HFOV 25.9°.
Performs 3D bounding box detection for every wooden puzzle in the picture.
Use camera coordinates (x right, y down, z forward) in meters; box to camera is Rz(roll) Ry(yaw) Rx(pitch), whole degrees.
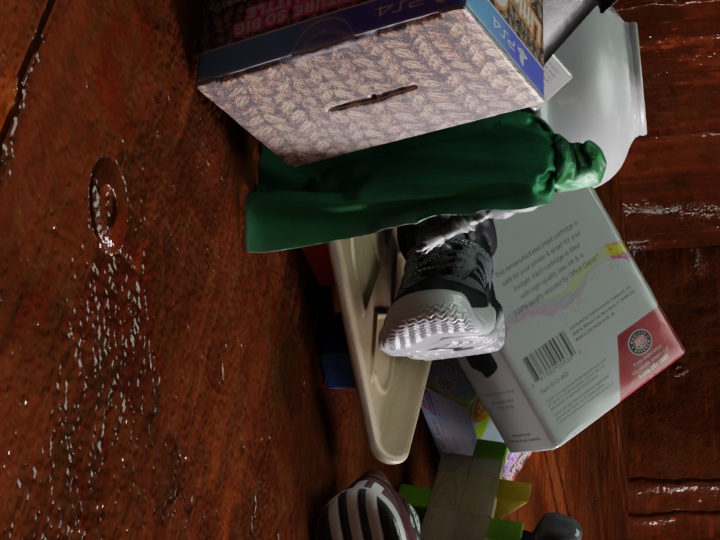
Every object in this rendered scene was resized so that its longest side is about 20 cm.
[{"bbox_3d":[0.000,0.000,1.048,0.186,0.046,0.202,-71,149,-59],"label":"wooden puzzle"}]

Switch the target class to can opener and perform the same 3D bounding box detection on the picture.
[{"bbox_3d":[0.142,0.247,1.178,0.201,0.066,0.054,105,4,-57],"label":"can opener"}]

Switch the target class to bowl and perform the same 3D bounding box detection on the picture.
[{"bbox_3d":[0.196,-0.159,1.336,0.201,0.089,0.203,-6,90,-80],"label":"bowl"}]

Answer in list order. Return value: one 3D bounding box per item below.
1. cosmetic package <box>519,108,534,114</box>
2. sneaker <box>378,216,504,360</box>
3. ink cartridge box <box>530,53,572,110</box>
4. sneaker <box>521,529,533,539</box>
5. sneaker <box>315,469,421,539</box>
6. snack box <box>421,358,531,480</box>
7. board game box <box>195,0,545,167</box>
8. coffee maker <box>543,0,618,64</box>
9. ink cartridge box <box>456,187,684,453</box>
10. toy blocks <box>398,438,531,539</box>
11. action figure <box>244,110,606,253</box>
[{"bbox_3d":[0.122,-0.116,1.447,0.090,0.106,0.202,16,72,-76],"label":"cosmetic package"},{"bbox_3d":[0.049,-0.004,1.013,0.200,0.075,0.115,29,54,-78],"label":"sneaker"},{"bbox_3d":[0.064,-0.230,1.188,0.200,0.045,0.177,44,11,-30],"label":"ink cartridge box"},{"bbox_3d":[0.136,0.279,1.320,0.201,0.067,0.109,-178,-90,-67],"label":"sneaker"},{"bbox_3d":[0.024,0.224,1.021,0.116,0.075,0.202,-51,135,-75],"label":"sneaker"},{"bbox_3d":[0.136,0.071,1.352,0.201,0.067,0.169,-53,148,-22],"label":"snack box"},{"bbox_3d":[0.009,-0.180,0.842,0.097,0.158,0.202,37,49,-51],"label":"board game box"},{"bbox_3d":[0.059,-0.158,0.968,0.200,0.134,0.193,-52,-172,30],"label":"coffee maker"},{"bbox_3d":[0.138,0.019,1.229,0.201,0.145,0.083,60,-23,-3],"label":"ink cartridge box"},{"bbox_3d":[0.073,0.242,1.207,0.200,0.099,0.138,-64,158,-60],"label":"toy blocks"},{"bbox_3d":[0.040,-0.054,0.888,0.055,0.198,0.119,69,22,-51],"label":"action figure"}]
